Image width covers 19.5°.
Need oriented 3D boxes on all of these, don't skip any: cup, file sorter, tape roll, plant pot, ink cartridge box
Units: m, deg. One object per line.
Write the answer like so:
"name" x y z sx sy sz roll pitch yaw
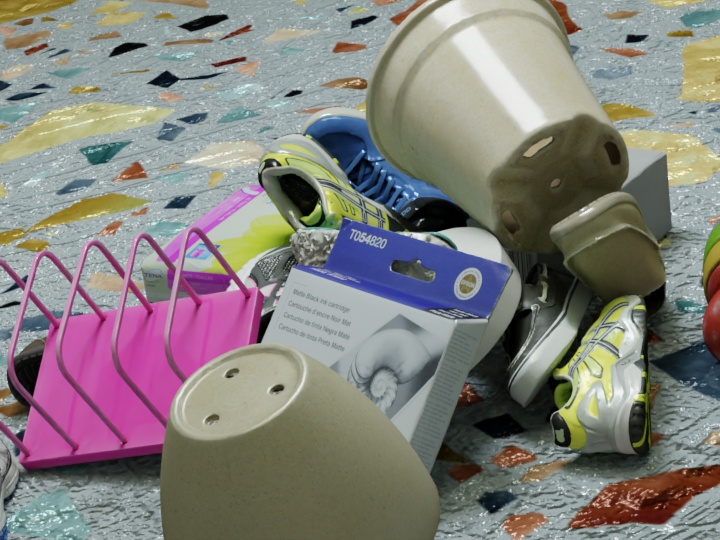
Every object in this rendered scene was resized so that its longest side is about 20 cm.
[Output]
"cup" -0.059 0.136 1.451 0.198 0.144 0.201 -16 31 10
"file sorter" -0.199 0.056 1.662 0.198 0.126 0.140 -9 52 23
"tape roll" 0.039 0.045 1.715 0.202 0.037 0.203 -30 26 16
"plant pot" 0.129 -0.115 1.782 0.199 0.202 0.184 -16 40 -16
"ink cartridge box" 0.003 0.063 1.619 0.199 0.202 0.040 16 -9 46

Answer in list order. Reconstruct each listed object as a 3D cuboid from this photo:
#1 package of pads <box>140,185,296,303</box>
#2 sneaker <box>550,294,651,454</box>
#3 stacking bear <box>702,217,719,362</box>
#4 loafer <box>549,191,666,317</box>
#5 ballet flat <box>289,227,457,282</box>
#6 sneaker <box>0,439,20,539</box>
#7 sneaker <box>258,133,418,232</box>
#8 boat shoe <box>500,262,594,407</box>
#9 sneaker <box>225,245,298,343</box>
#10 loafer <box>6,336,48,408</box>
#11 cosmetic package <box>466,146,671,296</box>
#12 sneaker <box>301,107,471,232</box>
"package of pads" -0.087 -0.016 1.959 0.153 0.069 0.200 5 27 29
"sneaker" 0.189 0.076 1.644 0.076 0.076 0.200 -4 22 10
"stacking bear" 0.331 0.008 1.713 0.113 0.122 0.200 3 33 21
"loafer" 0.216 -0.009 1.730 0.075 0.069 0.200 -32 -22 16
"ballet flat" 0.000 0.000 1.726 0.071 0.072 0.199 -26 16 -35
"sneaker" -0.310 0.148 1.644 0.076 0.086 0.200 -13 23 -9
"sneaker" -0.016 -0.033 1.852 0.200 0.076 0.076 39 26 3
"boat shoe" 0.139 0.049 1.709 0.063 0.071 0.200 33 23 2
"sneaker" -0.071 0.048 1.767 0.086 0.081 0.201 -22 27 36
"loafer" -0.206 0.064 1.812 0.198 0.074 0.071 -8 23 1
"cosmetic package" 0.192 -0.042 1.899 0.106 0.091 0.199 9 26 36
"sneaker" 0.031 -0.067 1.924 0.077 0.199 0.111 -47 18 21
